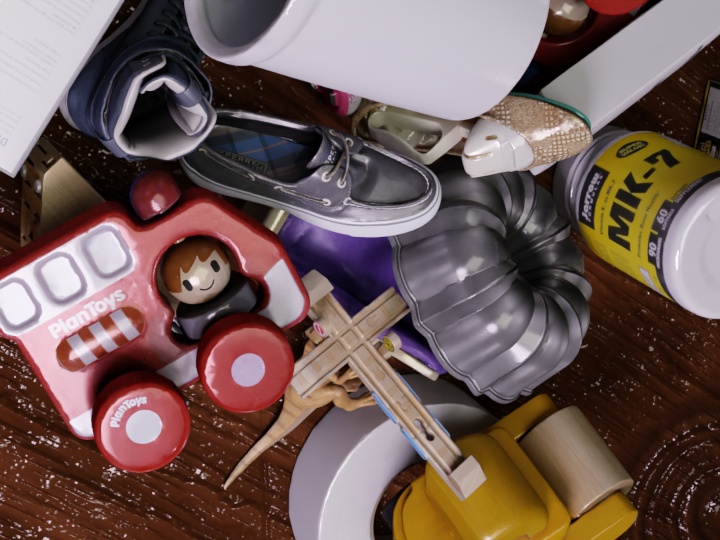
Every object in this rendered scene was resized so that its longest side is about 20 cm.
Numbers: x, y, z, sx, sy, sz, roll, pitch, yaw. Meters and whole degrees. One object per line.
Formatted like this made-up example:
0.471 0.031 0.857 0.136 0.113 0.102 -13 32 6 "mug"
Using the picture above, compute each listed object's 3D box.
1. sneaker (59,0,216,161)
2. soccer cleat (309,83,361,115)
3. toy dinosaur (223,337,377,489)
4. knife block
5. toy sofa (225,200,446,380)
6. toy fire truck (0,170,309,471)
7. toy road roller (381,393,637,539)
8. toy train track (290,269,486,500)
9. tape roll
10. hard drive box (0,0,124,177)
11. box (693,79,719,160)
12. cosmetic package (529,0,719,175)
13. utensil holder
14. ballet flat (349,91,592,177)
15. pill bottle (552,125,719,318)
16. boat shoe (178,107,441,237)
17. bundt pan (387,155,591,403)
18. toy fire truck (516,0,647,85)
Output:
-0.118 -0.162 1.219 0.077 0.146 0.203 41 87 -28 "sneaker"
-0.010 -0.217 1.293 0.086 0.070 0.202 -20 115 -17 "soccer cleat"
-0.038 0.095 1.386 0.105 0.061 0.201 0 141 -24 "toy dinosaur"
-0.167 0.005 1.301 0.174 0.064 0.203 -3 109 -25 "knife block"
0.000 0.000 1.359 0.199 0.098 0.083 31 94 -30 "toy sofa"
-0.144 0.025 1.200 0.199 0.112 0.169 -30 115 -2 "toy fire truck"
0.117 0.176 1.348 0.199 0.123 0.146 -31 157 -15 "toy road roller"
0.022 0.080 1.265 0.114 0.033 0.201 -38 86 -26 "toy train track"
0.042 0.194 1.463 0.200 0.071 0.205 -9 111 -23 "tape roll"
-0.255 -0.193 1.182 0.155 0.077 0.201 32 92 -30 "hard drive box"
0.384 -0.078 1.542 0.198 0.049 0.162 2 104 -26 "box"
0.207 -0.157 1.377 0.199 0.083 0.051 -37 85 -26 "cosmetic package"
0.006 -0.202 1.176 0.198 0.170 0.172 12 103 -36 "utensil holder"
0.077 -0.102 1.308 0.066 0.198 0.071 -59 143 -28 "ballet flat"
0.244 -0.046 1.398 0.113 0.200 0.116 -9 112 -23 "pill bottle"
-0.035 -0.080 1.264 0.198 0.066 0.071 16 68 0 "boat shoe"
0.111 -0.004 1.351 0.075 0.203 0.201 -27 128 34 "bundt pan"
0.128 -0.228 1.347 0.198 0.113 0.168 17 126 -30 "toy fire truck"
